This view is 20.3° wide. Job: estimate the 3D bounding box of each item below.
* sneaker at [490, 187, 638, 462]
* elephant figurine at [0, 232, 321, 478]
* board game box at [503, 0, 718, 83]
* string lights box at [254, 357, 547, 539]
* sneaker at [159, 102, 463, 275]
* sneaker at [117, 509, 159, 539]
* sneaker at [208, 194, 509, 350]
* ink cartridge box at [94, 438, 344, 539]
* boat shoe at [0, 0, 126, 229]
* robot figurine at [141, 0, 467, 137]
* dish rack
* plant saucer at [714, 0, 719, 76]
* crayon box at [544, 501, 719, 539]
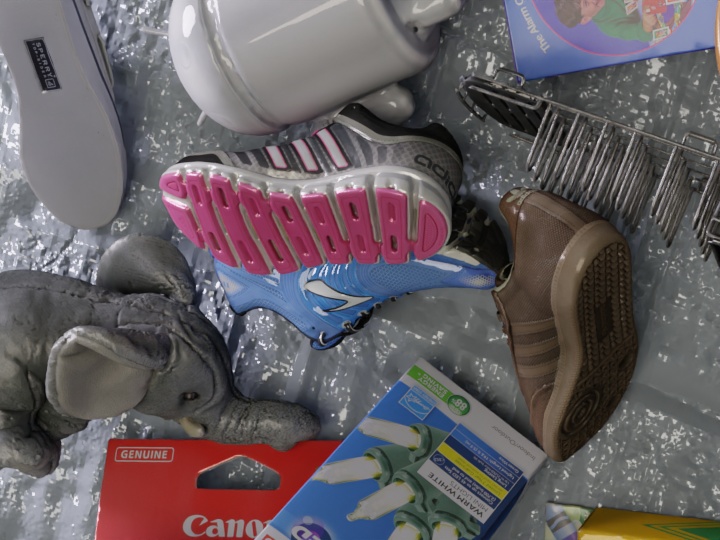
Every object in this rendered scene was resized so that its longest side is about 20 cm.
[{"bbox_3d":[0.115,0.028,1.173,0.075,0.070,0.201,40,150,30],"label":"sneaker"},{"bbox_3d":[-0.147,0.049,1.272,0.198,0.155,0.143,-14,71,21],"label":"elephant figurine"},{"bbox_3d":[0.140,-0.219,1.153,0.133,0.045,0.202,-8,98,22],"label":"board game box"},{"bbox_3d":[0.015,0.153,1.190,0.102,0.200,0.059,36,138,9],"label":"string lights box"},{"bbox_3d":[-0.023,-0.051,1.174,0.198,0.088,0.074,0,129,32],"label":"sneaker"},{"bbox_3d":[-0.193,0.230,1.352,0.082,0.075,0.201,39,108,15],"label":"sneaker"},{"bbox_3d":[0.000,0.000,1.242,0.198,0.079,0.090,2,112,26],"label":"sneaker"},{"bbox_3d":[-0.089,0.185,1.255,0.198,0.045,0.178,-1,69,18],"label":"ink cartridge box"},{"bbox_3d":[-0.191,-0.125,1.285,0.071,0.066,0.201,-8,119,18],"label":"boat shoe"},{"bbox_3d":[-0.031,-0.150,1.194,0.199,0.113,0.171,-20,101,22],"label":"robot figurine"},{"bbox_3d":[0.145,-0.053,1.131,0.198,0.153,0.055,22,86,16],"label":"dish rack"},{"bbox_3d":[0.285,-0.118,1.079,0.198,0.037,0.202,1,74,-4],"label":"plant saucer"},{"bbox_3d":[0.200,0.217,1.215,0.198,0.052,0.127,5,102,20],"label":"crayon box"}]
